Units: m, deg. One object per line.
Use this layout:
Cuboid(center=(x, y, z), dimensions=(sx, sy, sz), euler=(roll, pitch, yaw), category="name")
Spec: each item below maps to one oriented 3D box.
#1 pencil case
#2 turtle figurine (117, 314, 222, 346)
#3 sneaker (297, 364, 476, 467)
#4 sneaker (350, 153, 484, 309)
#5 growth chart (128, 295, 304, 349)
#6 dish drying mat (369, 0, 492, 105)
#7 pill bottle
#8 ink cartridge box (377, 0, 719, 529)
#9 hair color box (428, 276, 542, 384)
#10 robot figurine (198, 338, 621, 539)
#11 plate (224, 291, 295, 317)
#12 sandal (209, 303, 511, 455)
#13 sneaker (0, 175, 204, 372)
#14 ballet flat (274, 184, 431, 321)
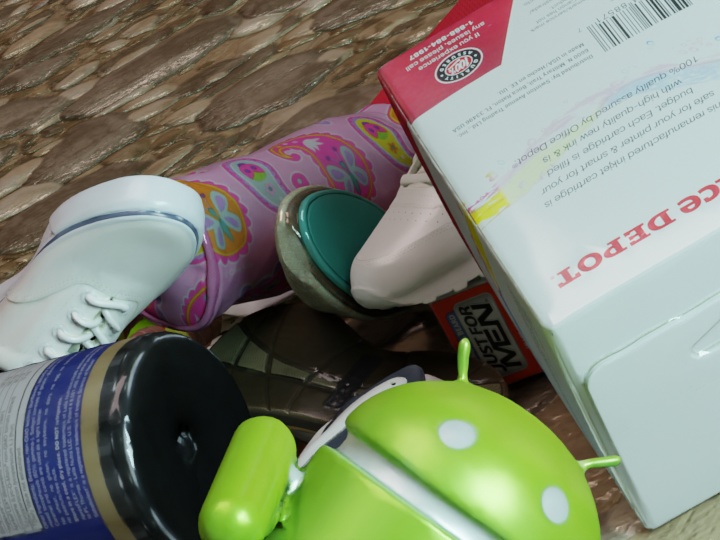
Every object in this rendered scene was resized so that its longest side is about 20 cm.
Cuboid(center=(-0.043, -0.030, 1.496), dimensions=(0.087, 0.088, 0.200), euler=(-6, 11, 46), category="pencil case")
Cuboid(center=(-0.140, 0.065, 1.521), dimensions=(0.200, 0.065, 0.161), euler=(-3, 33, 39), category="turtle figurine")
Cuboid(center=(0.034, 0.090, 1.250), dimensions=(0.199, 0.080, 0.130), euler=(-17, 30, 54), category="sneaker")
Cuboid(center=(0.061, -0.057, 1.387), dimensions=(0.200, 0.081, 0.076), euler=(-42, 26, -25), category="sneaker")
Cuboid(center=(-0.098, 0.038, 1.634), dimensions=(0.145, 0.018, 0.200), euler=(-38, 21, -20), category="growth chart")
Cuboid(center=(0.070, -0.126, 1.560), dimensions=(0.200, 0.018, 0.077), euler=(-47, 37, 34), category="dish drying mat")
Cuboid(center=(-0.157, 0.102, 1.350), dimensions=(0.200, 0.112, 0.112), euler=(-15, 24, 30), category="pill bottle")
Cuboid(center=(0.125, -0.022, 1.226), dimensions=(0.145, 0.145, 0.200), euler=(-29, 42, 0), category="ink cartridge box")
Cuboid(center=(0.139, -0.020, 1.401), dimensions=(0.200, 0.064, 0.111), euler=(-20, 24, 18), category="hair color box")
Cuboid(center=(0.012, 0.129, 1.090), dimensions=(0.200, 0.175, 0.116), euler=(-54, 6, -3), category="robot figurine")
Cuboid(center=(-0.036, -0.036, 1.669), dimensions=(0.199, 0.032, 0.200), euler=(-30, 18, -25), category="plate")
Cuboid(center=(-0.004, 0.067, 1.404), dimensions=(0.200, 0.055, 0.082), euler=(10, 44, 39), category="sandal")
Cuboid(center=(-0.138, 0.025, 1.400), dimensions=(0.200, 0.073, 0.071), euler=(-41, 41, 45), category="sneaker")
Cuboid(center=(0.000, 0.000, 1.439), dimensions=(0.062, 0.068, 0.200), euler=(-18, -15, 29), category="ballet flat")
